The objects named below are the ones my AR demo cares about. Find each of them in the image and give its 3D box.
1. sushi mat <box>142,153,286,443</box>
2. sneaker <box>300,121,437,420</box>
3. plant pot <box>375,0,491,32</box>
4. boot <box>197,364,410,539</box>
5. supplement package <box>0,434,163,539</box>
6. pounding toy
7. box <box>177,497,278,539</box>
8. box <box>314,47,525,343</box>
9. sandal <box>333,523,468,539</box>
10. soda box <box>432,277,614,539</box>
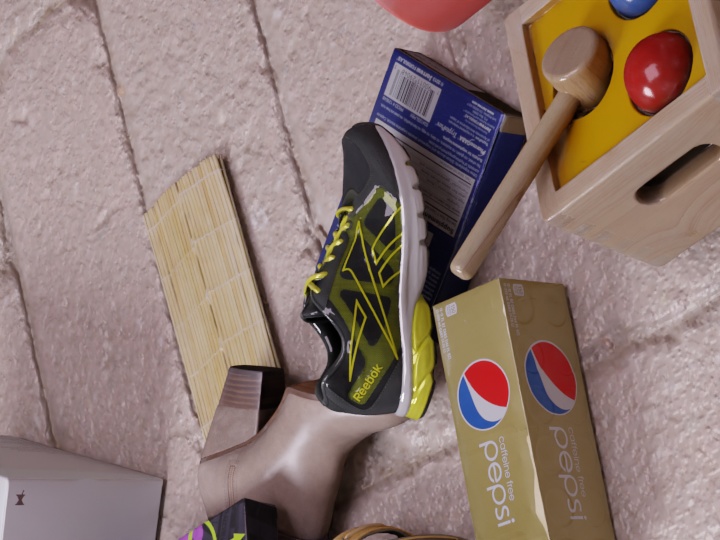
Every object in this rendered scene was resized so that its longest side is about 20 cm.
[{"bbox_3d":[-0.110,0.021,1.869,0.096,0.012,0.201,-37,61,40],"label":"sushi mat"},{"bbox_3d":[0.000,0.000,1.645,0.074,0.084,0.202,131,133,-72],"label":"sneaker"},{"bbox_3d":[0.079,-0.279,1.594,0.177,0.200,0.202,-26,68,30],"label":"plant pot"},{"bbox_3d":[-0.037,0.147,1.752,0.199,0.070,0.148,7,97,47],"label":"boot"},{"bbox_3d":[-0.278,0.215,1.924,0.199,0.151,0.152,10,94,46],"label":"supplement package"},{"bbox_3d":[0.156,-0.100,1.487,0.200,0.142,0.185,-38,47,37],"label":"pounding toy"},{"bbox_3d":[-0.127,0.263,1.750,0.200,0.036,0.144,-36,48,39],"label":"box"},{"bbox_3d":[0.035,-0.036,1.711,0.121,0.032,0.201,35,110,42],"label":"box"},{"bbox_3d":[0.007,0.203,1.697,0.199,0.080,0.054,-22,42,43],"label":"sandal"},{"bbox_3d":[0.106,0.110,1.598,0.064,0.067,0.202,-25,69,41],"label":"soda box"}]
